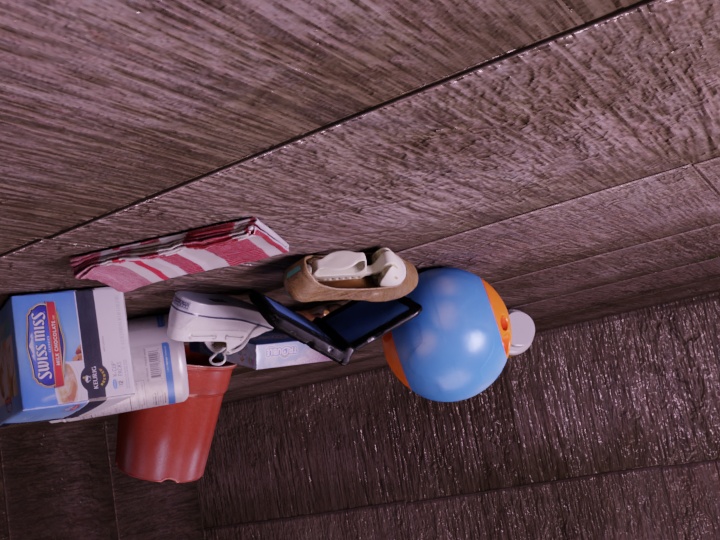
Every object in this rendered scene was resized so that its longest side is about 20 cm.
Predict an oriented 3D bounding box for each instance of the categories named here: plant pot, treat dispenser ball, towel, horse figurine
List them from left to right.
[{"bbox_3d":[-0.318,0.233,1.445,0.197,0.199,0.201,10,-179,0],"label":"plant pot"},{"bbox_3d":[-0.184,-0.012,0.922,0.197,0.023,0.144,-12,171,7],"label":"towel"},{"bbox_3d":[-0.057,0.077,1.446,0.197,0.051,0.132,-10,180,-31],"label":"horse figurine"},{"bbox_3d":[0.131,0.097,1.334,0.197,0.204,0.201,-10,170,-2],"label":"treat dispenser ball"}]

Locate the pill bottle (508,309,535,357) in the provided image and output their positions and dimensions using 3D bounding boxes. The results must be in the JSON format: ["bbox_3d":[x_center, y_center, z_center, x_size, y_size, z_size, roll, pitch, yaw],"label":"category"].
[{"bbox_3d":[0.366,0.157,2.166,0.109,0.113,0.200,-9,170,-7],"label":"pill bottle"}]

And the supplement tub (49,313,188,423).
[{"bbox_3d":[-0.353,0.139,1.261,0.197,0.134,0.132,-7,170,-14],"label":"supplement tub"}]

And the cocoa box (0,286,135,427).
[{"bbox_3d":[-0.371,0.110,1.066,0.130,0.136,0.199,-4,168,-32],"label":"cocoa box"}]

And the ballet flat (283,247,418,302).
[{"bbox_3d":[0.000,0.000,1.099,0.197,0.069,0.072,0,150,-27],"label":"ballet flat"}]

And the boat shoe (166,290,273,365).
[{"bbox_3d":[-0.189,0.084,1.191,0.074,0.087,0.201,23,-175,28],"label":"boat shoe"}]

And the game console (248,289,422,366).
[{"bbox_3d":[-0.040,0.043,1.165,0.174,0.118,0.200,30,179,-16],"label":"game console"}]

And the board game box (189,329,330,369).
[{"bbox_3d":[-0.152,0.122,1.470,0.198,0.044,0.197,-2,-174,-43],"label":"board game box"}]
